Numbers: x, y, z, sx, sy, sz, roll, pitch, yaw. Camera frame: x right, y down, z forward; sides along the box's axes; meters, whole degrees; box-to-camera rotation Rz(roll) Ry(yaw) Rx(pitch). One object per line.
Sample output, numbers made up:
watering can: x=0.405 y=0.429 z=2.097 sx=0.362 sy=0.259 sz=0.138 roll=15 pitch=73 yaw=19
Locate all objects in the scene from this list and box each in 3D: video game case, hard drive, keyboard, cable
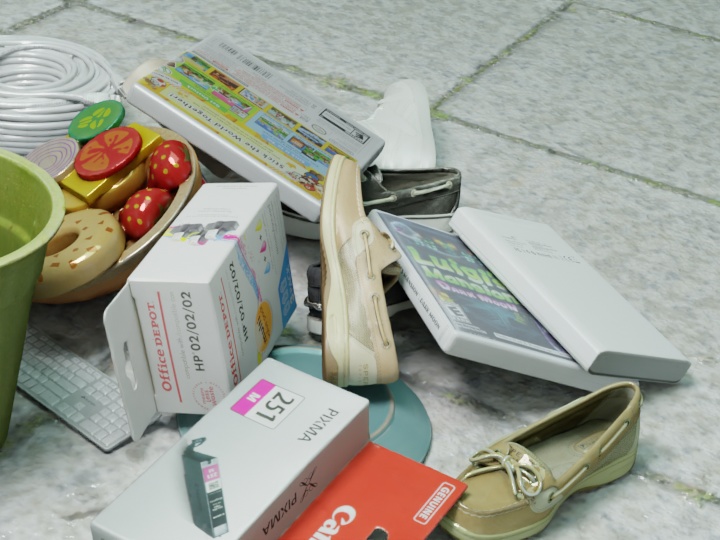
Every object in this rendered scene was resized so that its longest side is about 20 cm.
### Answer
video game case: x=0.115 y=0.027 z=1.184 sx=0.199 sy=0.023 sz=0.182 roll=16 pitch=26 yaw=-32
hard drive: x=0.176 y=0.019 z=1.215 sx=0.131 sy=0.026 sz=0.200 roll=9 pitch=31 yaw=-43
keyboard: x=-0.240 y=0.080 z=1.105 sx=0.199 sy=0.011 sz=0.056 roll=28 pitch=36 yaw=32
cable: x=-0.347 y=-0.183 z=1.475 sx=0.198 sy=0.070 sz=0.200 roll=-5 pitch=31 yaw=-19
video game case: x=-0.089 y=-0.134 z=1.294 sx=0.199 sy=0.023 sz=0.182 roll=33 pitch=30 yaw=3

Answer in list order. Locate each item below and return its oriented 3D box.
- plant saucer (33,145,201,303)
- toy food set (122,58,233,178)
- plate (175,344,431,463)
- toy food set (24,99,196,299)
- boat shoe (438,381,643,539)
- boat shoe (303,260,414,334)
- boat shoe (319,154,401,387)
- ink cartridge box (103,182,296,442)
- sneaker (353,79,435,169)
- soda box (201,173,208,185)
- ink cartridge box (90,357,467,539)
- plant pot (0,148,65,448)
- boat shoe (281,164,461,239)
plant saucer: x=-0.222 y=-0.042 z=1.220 sx=0.198 sy=0.038 sz=0.201 roll=-15 pitch=41 yaw=14
toy food set: x=-0.122 y=-0.131 z=1.372 sx=0.143 sy=0.061 sz=0.199 roll=42 pitch=19 yaw=20
plate: x=-0.042 y=0.105 z=1.092 sx=0.198 sy=0.026 sz=0.201 roll=6 pitch=31 yaw=-4
toy food set: x=-0.229 y=-0.056 z=1.171 sx=0.200 sy=0.049 sz=0.197 roll=-44 pitch=42 yaw=-18
boat shoe: x=0.133 y=0.137 z=1.038 sx=0.199 sy=0.064 sz=0.073 roll=-17 pitch=37 yaw=-35
boat shoe: x=0.028 y=-0.001 z=1.244 sx=0.199 sy=0.061 sz=0.074 roll=-20 pitch=23 yaw=-38
boat shoe: x=0.000 y=0.000 z=1.130 sx=0.064 sy=0.071 sz=0.202 roll=-1 pitch=63 yaw=-2
ink cartridge box: x=-0.114 y=0.029 z=1.070 sx=0.067 sy=0.116 sz=0.200 roll=1 pitch=30 yaw=17
sneaker: x=0.011 y=-0.149 z=1.491 sx=0.114 sy=0.074 sz=0.201 roll=6 pitch=31 yaw=-8
soda box: x=-0.153 y=-0.042 z=1.258 sx=0.070 sy=0.064 sz=0.200 roll=-31 pitch=39 yaw=-5
ink cartridge box: x=-0.050 y=0.155 z=0.951 sx=0.172 sy=0.044 sz=0.200 roll=19 pitch=41 yaw=28
plant pot: x=-0.304 y=0.036 z=0.985 sx=0.198 sy=0.192 sz=0.201 roll=5 pitch=31 yaw=-3
boat shoe: x=0.001 y=-0.074 z=1.368 sx=0.198 sy=0.064 sz=0.071 roll=-3 pitch=31 yaw=-18
